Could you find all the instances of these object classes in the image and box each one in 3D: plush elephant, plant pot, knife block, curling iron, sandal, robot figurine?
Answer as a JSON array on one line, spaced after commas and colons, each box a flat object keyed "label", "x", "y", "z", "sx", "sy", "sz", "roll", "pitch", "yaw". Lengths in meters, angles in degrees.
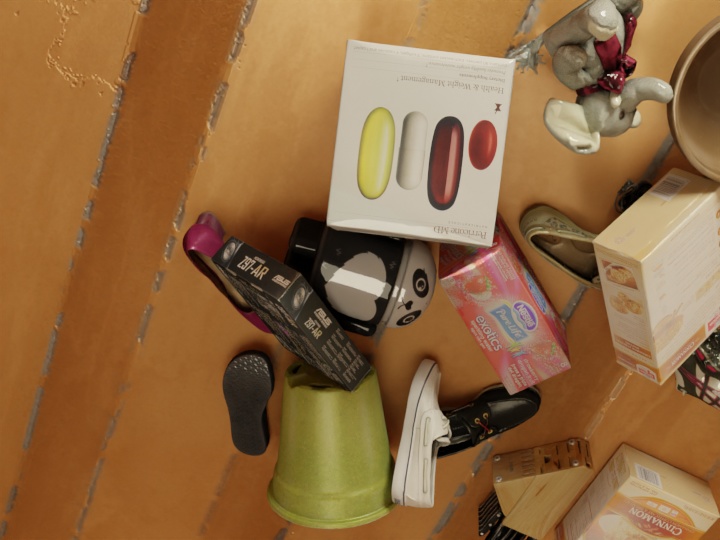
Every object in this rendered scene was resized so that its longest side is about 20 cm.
[{"label": "plush elephant", "x": 0.273, "y": -0.218, "z": 1.066, "sx": 0.156, "sy": 0.164, "sz": 0.199, "roll": 55, "pitch": 141, "yaw": -7}, {"label": "plant pot", "x": 0.435, "y": -0.205, "z": 1.080, "sx": 0.196, "sy": 0.093, "sz": 0.205, "roll": -1, "pitch": 115, "yaw": -1}, {"label": "knife block", "x": 0.264, "y": 0.354, "z": 1.433, "sx": 0.196, "sy": 0.064, "sz": 0.178, "roll": -15, "pitch": 117, "yaw": 14}, {"label": "plant pot", "x": -0.039, "y": 0.224, "z": 1.339, "sx": 0.196, "sy": 0.201, "sz": 0.188, "roll": 0, "pitch": 109, "yaw": 7}, {"label": "curling iron", "x": 0.411, "y": -0.107, "z": 1.181, "sx": 0.196, "sy": 0.026, "sz": 0.050, "roll": -15, "pitch": 119, "yaw": 14}, {"label": "sandal", "x": -0.163, "y": 0.188, "z": 1.411, "sx": 0.075, "sy": 0.043, "sz": 0.203, "roll": 15, "pitch": 129, "yaw": 7}, {"label": "robot figurine", "x": 0.000, "y": 0.000, "z": 1.232, "sx": 0.196, "sy": 0.127, "sz": 0.151, "roll": 18, "pitch": 159, "yaw": -3}]

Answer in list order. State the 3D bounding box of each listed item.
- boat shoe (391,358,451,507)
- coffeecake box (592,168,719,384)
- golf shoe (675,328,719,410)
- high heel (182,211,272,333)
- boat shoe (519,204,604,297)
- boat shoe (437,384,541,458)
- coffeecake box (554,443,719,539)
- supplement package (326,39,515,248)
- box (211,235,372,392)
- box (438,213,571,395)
[{"label": "boat shoe", "x": 0.093, "y": 0.224, "z": 1.318, "sx": 0.064, "sy": 0.204, "sz": 0.072, "roll": 7, "pitch": 157, "yaw": 17}, {"label": "coffeecake box", "x": 0.369, "y": 0.009, "z": 1.155, "sx": 0.153, "sy": 0.073, "sz": 0.202, "roll": -38, "pitch": 130, "yaw": -20}, {"label": "golf shoe", "x": 0.480, "y": 0.149, "z": 1.301, "sx": 0.087, "sy": 0.078, "sz": 0.201, "roll": -24, "pitch": 113, "yaw": 41}, {"label": "high heel", "x": -0.173, "y": 0.023, "z": 1.283, "sx": 0.067, "sy": 0.097, "sz": 0.201, "roll": -28, "pitch": 112, "yaw": 20}, {"label": "boat shoe", "x": 0.291, "y": -0.012, "z": 1.227, "sx": 0.197, "sy": 0.063, "sz": 0.074, "roll": 24, "pitch": 119, "yaw": -7}, {"label": "boat shoe", "x": 0.165, "y": 0.219, "z": 1.373, "sx": 0.198, "sy": 0.063, "sz": 0.075, "roll": -19, "pitch": 113, "yaw": 15}, {"label": "coffeecake box", "x": 0.404, "y": 0.377, "z": 1.423, "sx": 0.151, "sy": 0.073, "sz": 0.202, "roll": 24, "pitch": 119, "yaw": -8}, {"label": "supplement package", "x": 0.067, "y": -0.138, "z": 1.096, "sx": 0.187, "sy": 0.147, "sz": 0.205, "roll": 6, "pitch": 91, "yaw": 3}, {"label": "box", "x": -0.088, "y": 0.056, "z": 1.234, "sx": 0.044, "sy": 0.159, "sz": 0.201, "roll": -48, "pitch": 131, "yaw": -15}, {"label": "box", "x": 0.188, "y": 0.045, "z": 1.249, "sx": 0.094, "sy": 0.103, "sz": 0.202, "roll": -26, "pitch": 112, "yaw": 20}]
